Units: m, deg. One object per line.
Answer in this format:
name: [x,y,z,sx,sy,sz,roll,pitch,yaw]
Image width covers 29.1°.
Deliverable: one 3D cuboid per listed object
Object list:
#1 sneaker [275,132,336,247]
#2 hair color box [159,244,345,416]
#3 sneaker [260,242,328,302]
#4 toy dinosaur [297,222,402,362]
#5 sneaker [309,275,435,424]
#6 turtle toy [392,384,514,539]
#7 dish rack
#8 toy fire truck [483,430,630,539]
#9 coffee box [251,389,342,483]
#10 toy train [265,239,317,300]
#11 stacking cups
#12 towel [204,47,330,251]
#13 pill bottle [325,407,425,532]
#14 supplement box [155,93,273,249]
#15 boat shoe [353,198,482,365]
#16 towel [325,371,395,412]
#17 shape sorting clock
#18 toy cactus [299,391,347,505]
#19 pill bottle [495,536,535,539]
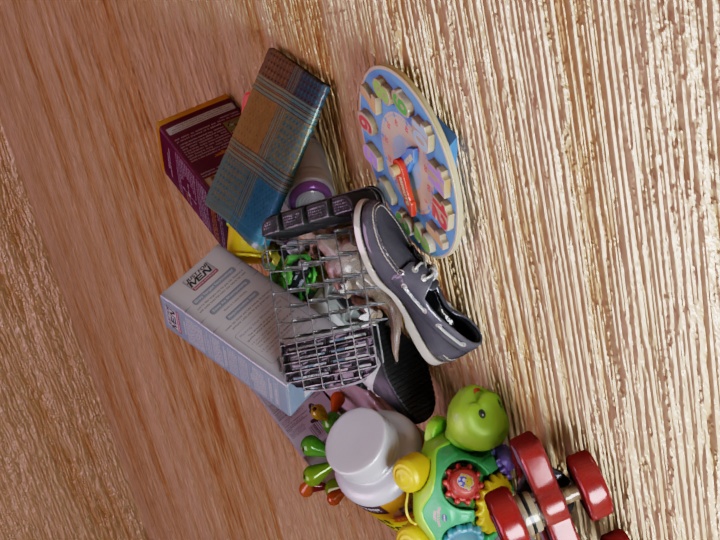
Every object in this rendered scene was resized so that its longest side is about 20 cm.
sneaker: [-0.065,-0.094,1.645,0.201,0.074,0.101,109,154,-64]
hair color box: [-0.122,0.065,1.573,0.199,0.099,0.061,33,148,25]
sneaker: [-0.091,-0.001,1.775,0.200,0.073,0.085,38,143,49]
toy dinosaur: [0.000,0.000,1.560,0.201,0.086,0.135,54,174,-19]
sneaker: [0.009,0.102,1.602,0.201,0.074,0.089,55,129,16]
turtle toy: [0.112,0.216,1.467,0.100,0.145,0.203,10,110,38]
dish rack: [-0.033,0.023,1.460,0.152,0.054,0.203,-14,83,42]
toy fire truck: [0.190,0.254,1.360,0.168,0.111,0.202,-168,55,-87]
coffee box: [-0.082,0.190,1.914,0.200,0.079,0.115,48,173,37]
toy train: [-0.095,0.027,1.654,0.200,0.041,0.057,121,142,-56]
stacking cups: [-0.127,-0.112,1.652,0.060,0.060,0.203,166,109,-69]
towel: [-0.105,-0.139,1.575,0.146,0.021,0.202,40,110,50]
pill bottle: [0.043,0.228,1.553,0.109,0.109,0.200,43,180,44]
supplement box: [-0.167,-0.121,1.773,0.200,0.109,0.086,50,155,34]
boat shoe: [0.061,0.006,1.408,0.062,0.073,0.201,-14,118,34]
towel: [-0.036,0.115,1.759,0.201,0.032,0.190,53,162,-20]
shape sorting clock: [0.046,-0.106,1.379,0.200,0.039,0.202,50,154,35]
toy cactus: [0.004,0.242,1.759,0.163,0.103,0.202,20,133,5]
pill bottle: [0.107,0.364,1.527,0.110,0.198,0.110,49,154,34]
